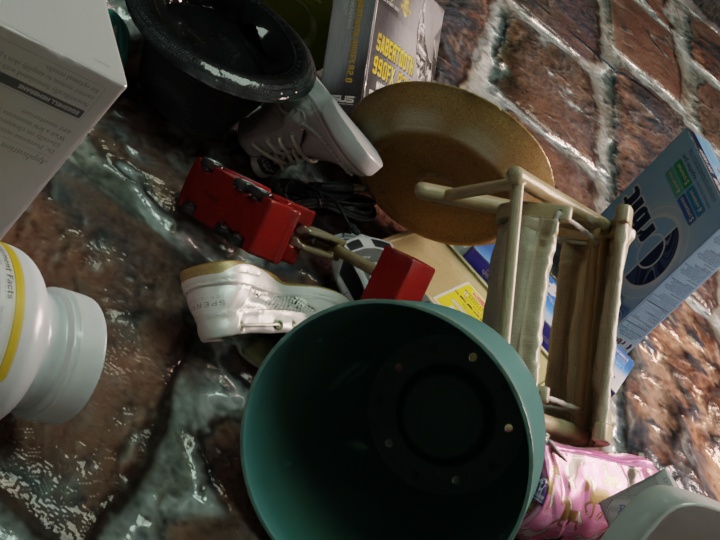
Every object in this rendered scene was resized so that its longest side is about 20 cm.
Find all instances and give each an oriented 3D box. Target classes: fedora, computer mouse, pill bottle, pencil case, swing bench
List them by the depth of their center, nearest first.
[{"bbox_3d":[-0.248,0.028,0.851,0.200,0.112,0.112,21,34,-40],"label":"pill bottle"},{"bbox_3d":[0.174,0.183,1.248,0.200,0.086,0.083,18,57,-46],"label":"pencil case"},{"bbox_3d":[0.145,0.037,1.261,0.200,0.130,0.199,14,78,-39],"label":"swing bench"},{"bbox_3d":[0.000,0.000,1.326,0.110,0.044,0.200,1,48,-42],"label":"computer mouse"},{"bbox_3d":[-0.135,-0.181,1.330,0.200,0.092,0.201,22,31,-14],"label":"fedora"}]

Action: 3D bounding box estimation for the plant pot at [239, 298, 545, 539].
[{"bbox_3d":[0.039,0.114,1.054,0.201,0.201,0.161,49,16,10],"label":"plant pot"}]

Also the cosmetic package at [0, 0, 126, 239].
[{"bbox_3d":[-0.265,-0.131,0.963,0.123,0.200,0.200,25,32,-38],"label":"cosmetic package"}]

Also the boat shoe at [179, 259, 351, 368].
[{"bbox_3d":[-0.066,0.046,1.150,0.200,0.071,0.069,18,61,-55],"label":"boat shoe"}]

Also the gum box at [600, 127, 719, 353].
[{"bbox_3d":[0.324,-0.032,1.659,0.045,0.200,0.170,29,29,-27],"label":"gum box"}]

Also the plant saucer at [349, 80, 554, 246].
[{"bbox_3d":[0.074,-0.084,1.365,0.200,0.200,0.035,37,53,-14],"label":"plant saucer"}]

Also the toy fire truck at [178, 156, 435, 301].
[{"bbox_3d":[-0.047,-0.027,1.200,0.141,0.049,0.200,22,5,-34],"label":"toy fire truck"}]

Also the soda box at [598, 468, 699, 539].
[{"bbox_3d":[0.266,0.244,1.245,0.200,0.063,0.068,50,15,-45],"label":"soda box"}]

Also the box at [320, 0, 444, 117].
[{"bbox_3d":[0.024,-0.212,1.510,0.048,0.159,0.200,7,-5,20],"label":"box"}]

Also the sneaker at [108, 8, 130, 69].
[{"bbox_3d":[-0.227,-0.176,1.224,0.077,0.080,0.200,40,25,-7],"label":"sneaker"}]

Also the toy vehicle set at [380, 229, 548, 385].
[{"bbox_3d":[0.099,0.044,1.421,0.200,0.027,0.124,49,26,12],"label":"toy vehicle set"}]

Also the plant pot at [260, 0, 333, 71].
[{"bbox_3d":[-0.065,-0.302,1.547,0.200,0.200,0.193,34,40,-20],"label":"plant pot"}]

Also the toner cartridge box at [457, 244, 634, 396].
[{"bbox_3d":[0.182,0.048,1.517,0.200,0.043,0.095,46,27,4],"label":"toner cartridge box"}]

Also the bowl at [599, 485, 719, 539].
[{"bbox_3d":[0.229,0.256,1.120,0.199,0.200,0.075,27,10,-27],"label":"bowl"}]

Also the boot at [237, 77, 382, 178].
[{"bbox_3d":[-0.050,-0.108,1.327,0.074,0.096,0.200,49,4,-27],"label":"boot"}]
